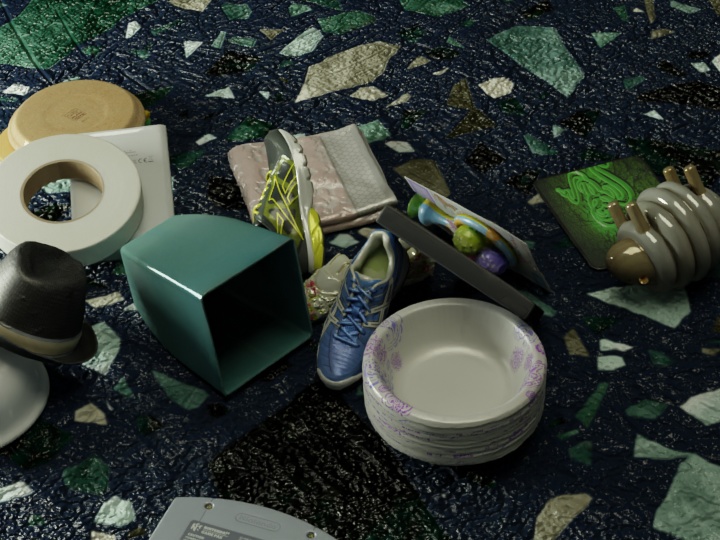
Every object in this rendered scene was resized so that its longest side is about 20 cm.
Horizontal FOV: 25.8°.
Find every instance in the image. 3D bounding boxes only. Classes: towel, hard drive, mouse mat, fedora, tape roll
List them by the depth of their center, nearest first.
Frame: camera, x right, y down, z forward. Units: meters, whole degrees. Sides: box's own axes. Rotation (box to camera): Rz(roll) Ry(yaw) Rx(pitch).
[{"bbox_3d":[-0.370,0.026,1.816,0.200,0.092,0.201,29,15,-9],"label":"fedora"},{"bbox_3d":[-0.376,-0.089,1.996,0.201,0.037,0.204,0,52,0],"label":"tape roll"},{"bbox_3d":[0.330,-0.077,2.023,0.160,0.008,0.200,-14,41,-13],"label":"mouse mat"},{"bbox_3d":[-0.310,-0.101,2.046,0.131,0.026,0.201,-7,54,-5],"label":"hard drive"},{"bbox_3d":[-0.065,-0.118,2.080,0.190,0.032,0.201,-13,40,-11],"label":"towel"}]

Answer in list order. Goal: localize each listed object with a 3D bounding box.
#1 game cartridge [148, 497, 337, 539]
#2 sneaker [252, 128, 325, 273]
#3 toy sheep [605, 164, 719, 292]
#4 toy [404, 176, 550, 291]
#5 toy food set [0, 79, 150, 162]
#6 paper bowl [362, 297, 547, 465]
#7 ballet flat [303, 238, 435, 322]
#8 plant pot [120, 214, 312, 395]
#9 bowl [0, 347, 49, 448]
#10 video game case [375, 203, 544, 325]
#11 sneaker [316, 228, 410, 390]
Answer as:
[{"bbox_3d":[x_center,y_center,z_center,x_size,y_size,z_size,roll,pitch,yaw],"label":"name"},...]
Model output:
[{"bbox_3d":[-0.120,0.297,1.593,0.199,0.042,0.133,13,39,19],"label":"game cartridge"},{"bbox_3d":[-0.100,-0.085,1.963,0.084,0.075,0.201,-12,67,-10],"label":"sneaker"},{"bbox_3d":[0.378,-0.048,1.888,0.199,0.138,0.138,-30,46,-12],"label":"toy sheep"},{"bbox_3d":[0.132,-0.033,1.919,0.200,0.115,0.047,36,80,35],"label":"toy"},{"bbox_3d":[-0.392,-0.196,2.182,0.197,0.049,0.200,13,43,18],"label":"toy food set"},{"bbox_3d":[0.103,0.131,1.718,0.199,0.105,0.201,-2,40,2],"label":"paper bowl"},{"bbox_3d":[0.000,0.000,1.911,0.199,0.064,0.076,-22,44,-20],"label":"ballet flat"},{"bbox_3d":[-0.181,0.020,1.848,0.141,0.142,0.199,-33,41,-30],"label":"plant pot"},{"bbox_3d":[-0.460,0.115,1.790,0.199,0.091,0.202,-2,40,1],"label":"bowl"},{"bbox_3d":[0.117,-0.003,1.799,0.199,0.181,0.026,34,92,10],"label":"video game case"},{"bbox_3d":[-0.004,0.042,1.818,0.075,0.077,0.201,14,69,15],"label":"sneaker"}]
